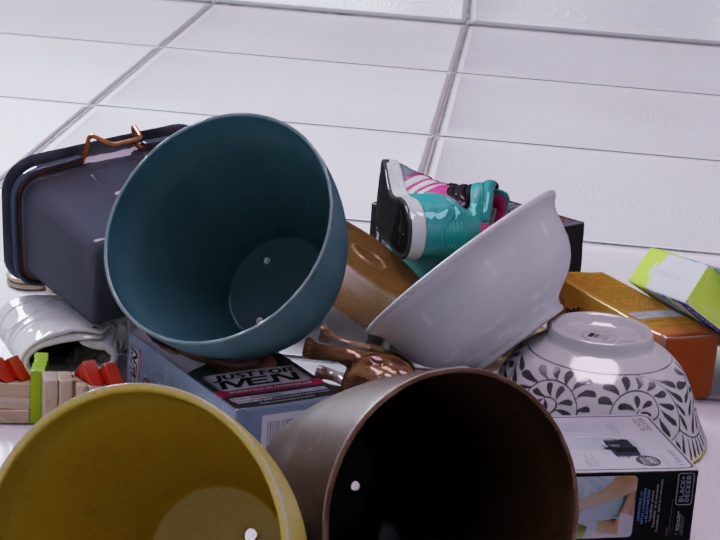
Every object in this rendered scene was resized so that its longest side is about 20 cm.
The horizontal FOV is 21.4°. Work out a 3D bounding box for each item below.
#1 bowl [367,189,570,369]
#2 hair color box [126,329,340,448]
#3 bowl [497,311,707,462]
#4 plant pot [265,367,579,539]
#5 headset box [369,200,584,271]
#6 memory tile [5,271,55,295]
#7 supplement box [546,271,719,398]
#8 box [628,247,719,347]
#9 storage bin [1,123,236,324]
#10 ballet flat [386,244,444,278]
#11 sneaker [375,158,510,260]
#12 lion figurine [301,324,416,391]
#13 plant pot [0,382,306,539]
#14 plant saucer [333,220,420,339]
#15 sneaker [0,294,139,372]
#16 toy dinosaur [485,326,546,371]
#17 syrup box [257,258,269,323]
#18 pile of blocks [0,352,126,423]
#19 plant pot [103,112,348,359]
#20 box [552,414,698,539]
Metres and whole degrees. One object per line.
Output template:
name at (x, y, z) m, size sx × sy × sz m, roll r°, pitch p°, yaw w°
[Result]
bowl at (0.110, 0.025, 1.632) m, size 0.201 × 0.091 × 0.201 m, roll -36°, pitch -4°, yaw -3°
hair color box at (-0.108, 0.101, 1.563) m, size 0.099 × 0.061 × 0.200 m, roll -6°, pitch 18°, yaw -31°
bowl at (0.199, 0.092, 1.610) m, size 0.199 × 0.095 × 0.201 m, roll 3°, pitch 17°, yaw -1°
plant pot at (0.013, 0.151, 1.269) m, size 0.186 × 0.188 × 0.200 m, roll -5°, pitch 4°, yaw -28°
headset box at (0.129, -0.025, 2.015) m, size 0.148 × 0.078 × 0.199 m, roll -12°, pitch 21°, yaw -43°
memory tile at (-0.243, 0.008, 1.918) m, size 0.199 × 0.017 × 0.153 m, roll 12°, pitch 18°, yaw 27°
supplement box at (0.251, 0.058, 1.784) m, size 0.068 × 0.067 × 0.200 m, roll -4°, pitch 19°, yaw -27°
box at (0.334, 0.037, 1.760) m, size 0.122 × 0.048 × 0.200 m, roll 35°, pitch 0°, yaw -11°
storage bin at (-0.194, -0.041, 1.665) m, size 0.199 × 0.146 × 0.134 m, roll -15°, pitch 35°, yaw -31°
ballet flat at (0.104, 0.022, 1.896) m, size 0.069 × 0.070 × 0.200 m, roll -11°, pitch 26°, yaw -41°
sneaker at (0.085, -0.062, 1.884) m, size 0.120 × 0.084 × 0.200 m, roll 3°, pitch 21°, yaw -11°
lion figurine at (0.014, 0.092, 1.611) m, size 0.122 × 0.073 × 0.200 m, roll 14°, pitch 13°, yaw 5°
plant pot at (-0.110, 0.177, 1.144) m, size 0.199 × 0.201 × 0.142 m, roll 11°, pitch -7°, yaw 21°
plant saucer at (0.000, 0.000, 1.801) m, size 0.200 × 0.036 × 0.200 m, roll 34°, pitch 15°, yaw -10°
sneaker at (-0.212, 0.060, 1.675) m, size 0.199 × 0.074 × 0.116 m, roll -9°, pitch 24°, yaw -18°
toy dinosaur at (0.135, 0.057, 1.749) m, size 0.101 × 0.059 × 0.199 m, roll -19°, pitch 20°, yaw -36°
syrup box at (-0.089, -0.013, 1.916) m, size 0.081 × 0.079 × 0.200 m, roll 5°, pitch 17°, yaw 2°
pile of blocks at (-0.226, 0.096, 1.550) m, size 0.199 × 0.063 × 0.082 m, roll 10°, pitch 18°, yaw 17°
plant pot at (-0.091, -0.010, 1.557) m, size 0.199 × 0.201 × 0.135 m, roll 13°, pitch -17°, yaw 27°
box at (0.140, 0.157, 1.437) m, size 0.199 × 0.061 × 0.117 m, roll 0°, pitch 17°, yaw -14°
